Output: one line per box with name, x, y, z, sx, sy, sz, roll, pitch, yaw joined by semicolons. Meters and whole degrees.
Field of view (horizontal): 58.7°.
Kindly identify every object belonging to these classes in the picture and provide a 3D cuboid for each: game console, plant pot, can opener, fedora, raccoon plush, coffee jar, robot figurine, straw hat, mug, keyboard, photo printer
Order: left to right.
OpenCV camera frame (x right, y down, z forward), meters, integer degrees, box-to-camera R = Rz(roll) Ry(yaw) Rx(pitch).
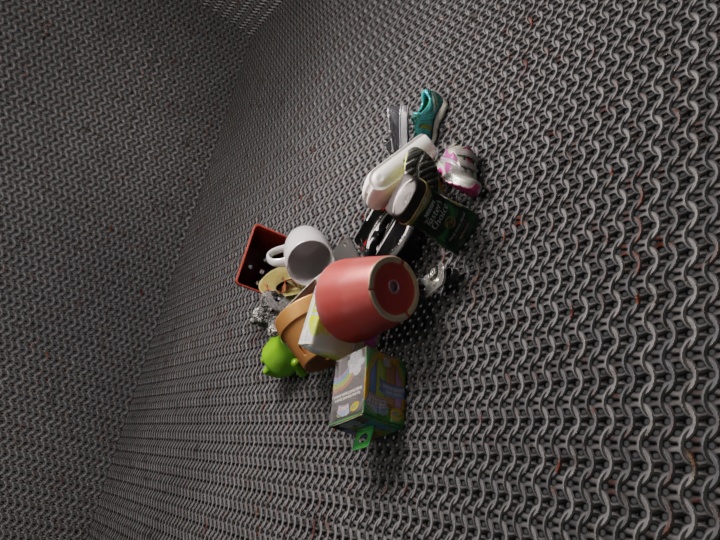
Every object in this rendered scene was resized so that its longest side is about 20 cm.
raccoon plush;-0.272;0.147;1.806;0.135;0.096;0.201;-54;9;28
plant pot;-0.306;-0.008;2.099;0.176;0.197;0.203;-19;52;66
robot figurine;-0.203;0.220;1.820;0.201;0.114;0.177;-50;38;25
straw hat;-0.213;0.063;1.965;0.201;0.197;0.087;-129;27;-58
mug;-0.185;-0.053;1.922;0.176;0.196;0.150;-116;17;-62
plant pot;-0.104;0.164;1.634;0.200;0.198;0.142;-43;61;34
keyboard;0.000;0.000;1.697;0.104;0.039;0.202;-41;59;26
plant pot;0.025;0.054;1.428;0.176;0.198;0.204;-19;53;53
game console;0.062;-0.132;1.738;0.202;0.031;0.177;-60;26;10
photo printer;0.089;-0.233;1.581;0.199;0.070;0.167;-38;-9;-7
fedora;0.097;-0.078;1.568;0.200;0.091;0.203;-37;38;35
can opener;0.150;0.049;1.440;0.200;0.066;0.054;132;144;-52
coffee jar;0.154;-0.126;1.399;0.105;0.198;0.085;-60;30;8

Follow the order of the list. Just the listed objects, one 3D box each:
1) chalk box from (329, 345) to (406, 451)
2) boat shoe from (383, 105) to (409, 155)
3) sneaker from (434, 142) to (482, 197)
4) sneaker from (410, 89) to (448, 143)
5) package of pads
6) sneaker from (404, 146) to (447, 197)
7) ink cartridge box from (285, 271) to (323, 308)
chalk box;0.017;0.292;1.397;0.124;0.123;0.203;-30;45;44
boat shoe;0.094;-0.340;1.698;0.072;0.066;0.203;-74;-14;-50
sneaker;0.231;-0.240;1.478;0.089;0.080;0.201;-56;31;18
sneaker;0.162;-0.384;1.702;0.077;0.079;0.203;4;73;59
package of pads;-0.041;0.140;1.524;0.068;0.198;0.157;-6;63;55
sneaker;0.152;-0.197;1.485;0.077;0.202;0.091;-21;26;9
ink cartridge box;-0.105;0.056;1.722;0.116;0.068;0.200;-44;-3;34
